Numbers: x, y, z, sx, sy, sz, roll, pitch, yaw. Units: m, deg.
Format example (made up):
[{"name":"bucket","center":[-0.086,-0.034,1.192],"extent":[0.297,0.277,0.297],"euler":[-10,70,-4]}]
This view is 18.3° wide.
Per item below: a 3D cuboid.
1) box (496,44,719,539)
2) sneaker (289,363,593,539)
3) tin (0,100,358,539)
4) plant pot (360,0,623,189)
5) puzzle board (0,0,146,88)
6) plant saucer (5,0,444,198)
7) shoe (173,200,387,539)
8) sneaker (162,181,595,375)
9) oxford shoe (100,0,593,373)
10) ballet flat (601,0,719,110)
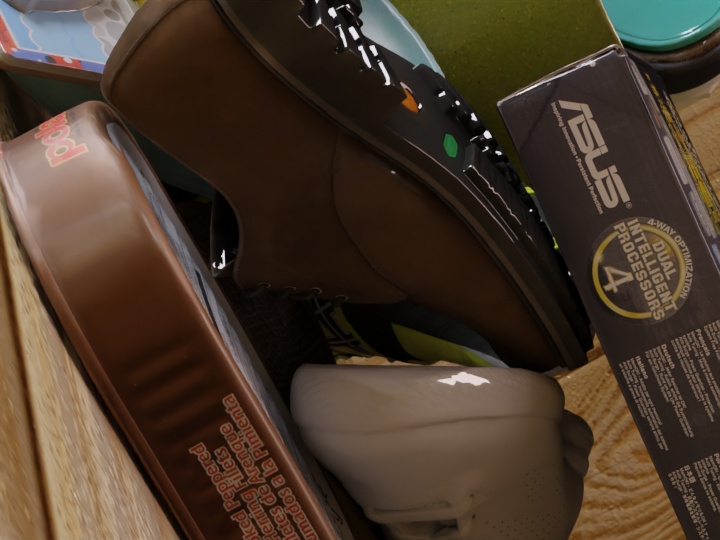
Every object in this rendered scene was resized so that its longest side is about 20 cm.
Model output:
[{"name":"box","center":[0.113,0.028,0.737],"extent":[0.201,0.049,0.161],"euler":[67,14,3]},{"name":"sneaker","center":[0.033,0.080,0.723],"extent":[0.200,0.075,0.089],"euler":[31,64,-65]},{"name":"tin","center":[-0.043,0.042,0.647],"extent":[0.201,0.042,0.112],"euler":[62,-4,-24]},{"name":"plant pot","center":[-0.005,-0.064,0.915],"extent":[0.188,0.199,0.187],"euler":[62,0,0]},{"name":"puzzle board","center":[-0.082,-0.120,0.745],"extent":[0.150,0.017,0.200],"euler":[9,36,-38]},{"name":"plant saucer","center":[-0.061,-0.081,0.761],"extent":[0.199,0.036,0.200],"euler":[25,30,-15]},{"name":"shoe","center":[-0.026,0.065,0.762],"extent":[0.200,0.053,0.070],"euler":[58,23,-24]},{"name":"sneaker","center":[0.000,0.000,0.802],"extent":[0.199,0.075,0.077],"euler":[20,-41,34]},{"name":"oxford shoe","center":[-0.002,-0.021,0.666],"extent":[0.200,0.084,0.073],"euler":[41,18,-36]},{"name":"ballet flat","center":[0.122,-0.107,0.947],"extent":[0.073,0.073,0.200],"euler":[62,-2,-29]}]
